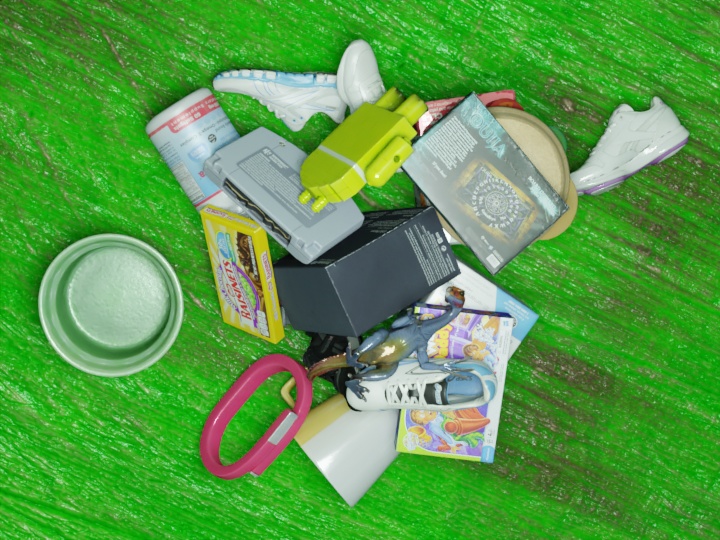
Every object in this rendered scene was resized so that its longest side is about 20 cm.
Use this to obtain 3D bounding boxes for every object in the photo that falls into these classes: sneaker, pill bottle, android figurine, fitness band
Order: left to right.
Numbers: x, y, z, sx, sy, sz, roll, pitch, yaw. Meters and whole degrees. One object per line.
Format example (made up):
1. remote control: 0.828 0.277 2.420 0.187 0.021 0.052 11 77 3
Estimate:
1. pill bottle: -0.205 -0.146 1.644 0.109 0.109 0.200 -33 98 1
2. fitness band: -0.149 0.211 1.679 0.200 0.144 0.037 -49 129 4
3. sneaker: -0.111 -0.241 1.660 0.199 0.075 0.087 4 102 -4
4. sneaker: -0.035 0.139 1.653 0.087 0.200 0.076 -14 119 1
5. android figurine: -0.002 -0.155 1.528 0.200 0.182 0.041 -47 120 -7
6. sneaker: 0.026 -0.226 1.634 0.099 0.075 0.201 14 129 35
7. sneaker: 0.078 0.151 1.525 0.199 0.072 0.072 -6 98 6
8. sneaker: 0.369 -0.178 1.699 0.200 0.075 0.100 -29 84 -4

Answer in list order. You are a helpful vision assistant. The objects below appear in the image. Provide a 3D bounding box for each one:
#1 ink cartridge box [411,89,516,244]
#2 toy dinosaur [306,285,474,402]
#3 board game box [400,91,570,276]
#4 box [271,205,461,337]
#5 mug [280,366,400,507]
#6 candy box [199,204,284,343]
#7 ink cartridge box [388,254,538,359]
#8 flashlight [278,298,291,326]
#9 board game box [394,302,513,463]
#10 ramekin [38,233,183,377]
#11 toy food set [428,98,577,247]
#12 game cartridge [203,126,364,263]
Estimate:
1. ink cartridge box: 0.147 -0.143 1.649 0.144 0.145 0.201 -9 97 -3
2. toy dinosaur: 0.049 0.078 1.509 0.181 0.200 0.105 -37 125 -38
3. board game box: 0.158 -0.112 1.517 0.135 0.028 0.200 -40 97 1
4. box: 0.000 0.000 1.593 0.182 0.200 0.104 -29 103 -24
5. mug: -0.014 0.221 1.688 0.153 0.149 0.187 -39 104 -6
6. candy box: -0.163 0.007 1.634 0.026 0.102 0.200 -41 139 -36
7. ink cartridge box: 0.129 0.096 1.676 0.147 0.146 0.200 33 95 -6
8. flashlight: -0.093 -0.021 1.691 0.068 0.068 0.201 -2 96 35
9. board game box: 0.125 0.151 1.586 0.134 0.045 0.201 7 97 -2
10. ramekin: -0.347 0.043 1.663 0.199 0.098 0.201 0 97 -3
11. toy food set: 0.184 -0.123 1.556 0.199 0.049 0.199 -17 98 -2
12. game cartridge: -0.098 -0.105 1.574 0.200 0.041 0.133 42 50 13
